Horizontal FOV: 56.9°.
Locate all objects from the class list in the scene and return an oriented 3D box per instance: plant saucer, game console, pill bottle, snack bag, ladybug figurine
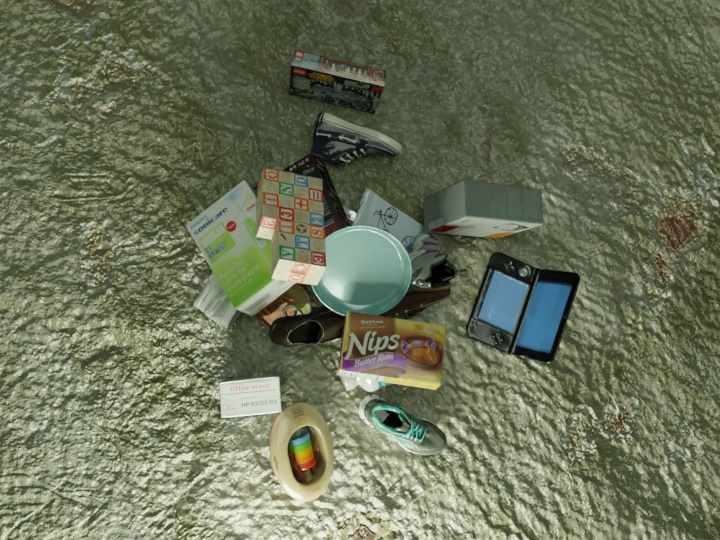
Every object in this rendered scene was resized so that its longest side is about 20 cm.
[{"bbox_3d":[0.000,0.000,1.280,0.196,0.028,0.204,0,119,0],"label":"plant saucer"},{"bbox_3d":[0.342,0.073,1.411,0.168,0.118,0.203,23,79,-4],"label":"game console"},{"bbox_3d":[0.051,0.177,1.361,0.197,0.111,0.113,-20,85,-9],"label":"pill bottle"},{"bbox_3d":[0.044,-0.043,1.393,0.198,0.021,0.191,30,79,-32],"label":"snack bag"},{"bbox_3d":[-0.123,0.353,1.317,0.134,0.071,0.204,-14,97,-34],"label":"ladybug figurine"}]

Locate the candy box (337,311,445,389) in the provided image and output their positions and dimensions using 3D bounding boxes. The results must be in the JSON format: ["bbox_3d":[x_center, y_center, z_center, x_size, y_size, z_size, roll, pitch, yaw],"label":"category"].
[{"bbox_3d":[0.060,0.154,1.281,0.196,0.057,0.119,9,71,-1],"label":"candy box"}]

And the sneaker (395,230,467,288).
[{"bbox_3d":[0.161,-0.015,1.363,0.200,0.138,0.079,-45,133,-43],"label":"sneaker"}]

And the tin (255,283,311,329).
[{"bbox_3d":[-0.189,0.048,1.384,0.199,0.042,0.112,41,83,0],"label":"tin"}]

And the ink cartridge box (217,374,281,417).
[{"bbox_3d":[-0.209,0.238,1.271,0.113,0.200,0.069,-5,83,-8],"label":"ink cartridge box"}]

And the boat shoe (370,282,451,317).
[{"bbox_3d":[0.103,0.061,1.393,0.196,0.070,0.072,-6,104,-26],"label":"boat shoe"}]

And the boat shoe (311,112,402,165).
[{"bbox_3d":[-0.014,-0.262,1.439,0.197,0.075,0.094,20,86,4],"label":"boat shoe"}]

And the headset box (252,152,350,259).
[{"bbox_3d":[-0.109,-0.104,1.325,0.147,0.077,0.203,-27,73,14],"label":"headset box"}]

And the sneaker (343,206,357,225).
[{"bbox_3d":[-0.078,-0.089,1.406,0.197,0.073,0.116,21,83,7],"label":"sneaker"}]

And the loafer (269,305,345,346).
[{"bbox_3d":[-0.084,0.121,1.345,0.197,0.071,0.075,-13,110,-29],"label":"loafer"}]

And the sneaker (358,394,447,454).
[{"bbox_3d":[0.089,0.323,1.355,0.197,0.091,0.079,25,80,-4],"label":"sneaker"}]

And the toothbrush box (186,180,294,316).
[{"bbox_3d":[-0.213,-0.041,1.259,0.145,0.086,0.201,-35,70,3],"label":"toothbrush box"}]

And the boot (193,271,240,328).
[{"bbox_3d":[-0.249,0.009,1.328,0.095,0.074,0.202,32,76,4],"label":"boot"}]

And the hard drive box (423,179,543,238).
[{"bbox_3d":[0.253,-0.124,1.380,0.196,0.155,0.079,3,81,-25],"label":"hard drive box"}]

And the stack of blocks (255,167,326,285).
[{"bbox_3d":[-0.126,-0.080,1.188,0.113,0.059,0.203,8,53,-19],"label":"stack of blocks"}]

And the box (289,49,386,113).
[{"bbox_3d":[-0.052,-0.399,1.413,0.196,0.137,0.041,11,78,-5],"label":"box"}]
